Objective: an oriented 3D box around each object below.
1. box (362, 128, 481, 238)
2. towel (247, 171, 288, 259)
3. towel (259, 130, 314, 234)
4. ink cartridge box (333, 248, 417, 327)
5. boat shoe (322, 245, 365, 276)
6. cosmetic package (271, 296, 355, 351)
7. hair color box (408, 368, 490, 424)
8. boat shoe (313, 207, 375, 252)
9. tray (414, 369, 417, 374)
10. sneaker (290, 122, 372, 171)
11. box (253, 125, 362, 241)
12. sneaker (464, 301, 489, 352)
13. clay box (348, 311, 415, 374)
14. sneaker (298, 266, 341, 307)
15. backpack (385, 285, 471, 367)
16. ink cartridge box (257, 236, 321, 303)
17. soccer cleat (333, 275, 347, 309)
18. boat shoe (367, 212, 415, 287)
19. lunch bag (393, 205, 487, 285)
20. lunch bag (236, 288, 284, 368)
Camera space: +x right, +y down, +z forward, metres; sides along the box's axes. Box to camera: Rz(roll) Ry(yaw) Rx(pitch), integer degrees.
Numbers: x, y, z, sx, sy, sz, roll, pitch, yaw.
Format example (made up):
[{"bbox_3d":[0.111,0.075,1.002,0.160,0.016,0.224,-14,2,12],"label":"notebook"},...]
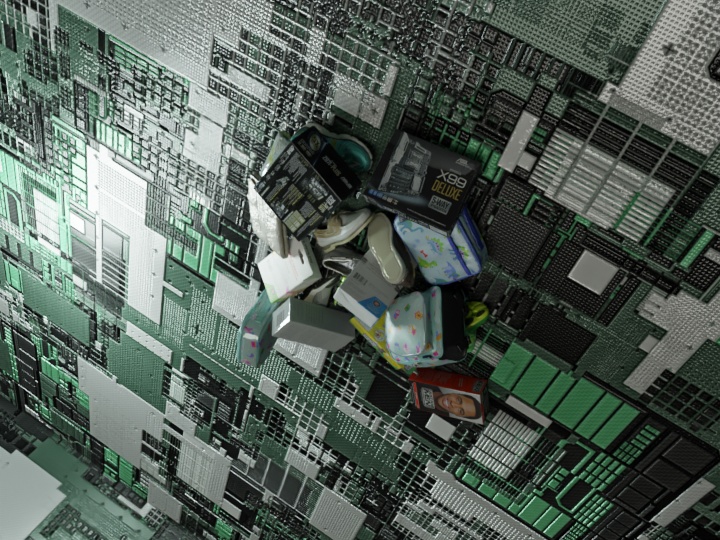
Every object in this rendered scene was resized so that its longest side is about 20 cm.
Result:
[{"bbox_3d":[0.127,-0.180,1.408,0.198,0.159,0.050,26,173,16],"label":"box"},{"bbox_3d":[-0.226,-0.131,1.676,0.132,0.034,0.202,42,148,34],"label":"towel"},{"bbox_3d":[-0.153,-0.204,1.633,0.200,0.048,0.172,47,132,11],"label":"towel"},{"bbox_3d":[0.043,0.016,1.591,0.115,0.200,0.067,37,153,4],"label":"ink cartridge box"},{"bbox_3d":[0.000,0.000,1.677,0.197,0.069,0.072,15,127,18],"label":"boat shoe"},{"bbox_3d":[-0.122,0.143,1.795,0.198,0.072,0.101,19,143,-30],"label":"cosmetic package"},{"bbox_3d":[0.228,0.320,1.771,0.198,0.061,0.103,7,124,29],"label":"hair color box"},{"bbox_3d":[-0.046,-0.106,1.628,0.069,0.075,0.199,49,137,-11],"label":"boat shoe"},{"bbox_3d":[0.075,0.186,1.774,0.200,0.022,0.107,46,173,-4],"label":"tray"},{"bbox_3d":[-0.066,-0.261,1.525,0.198,0.080,0.078,21,131,18],"label":"sneaker"},{"bbox_3d":[-0.118,-0.186,1.500,0.164,0.086,0.200,49,139,-3],"label":"box"},{"bbox_3d":[0.246,0.145,1.637,0.083,0.075,0.200,18,132,-25],"label":"sneaker"},{"bbox_3d":[0.080,0.153,1.705,0.200,0.115,0.048,47,158,-5],"label":"clay box"},{"bbox_3d":[-0.096,0.053,1.793,0.079,0.075,0.200,28,137,-15],"label":"sneaker"},{"bbox_3d":[0.140,0.136,1.589,0.199,0.151,0.179,-27,62,57],"label":"backpack"},{"bbox_3d":[-0.172,-0.008,1.763,0.199,0.067,0.119,-32,75,44],"label":"ink cartridge box"},{"bbox_3d":[-0.021,0.065,1.699,0.080,0.068,0.200,24,167,3],"label":"soccer cleat"},{"bbox_3d":[0.071,-0.045,1.547,0.072,0.202,0.059,-41,136,24],"label":"boat shoe"},{"bbox_3d":[0.179,-0.073,1.502,0.159,0.083,0.201,-15,114,37],"label":"lunch bag"},{"bbox_3d":[-0.270,0.150,1.886,0.076,0.201,0.162,16,131,8],"label":"lunch bag"}]
